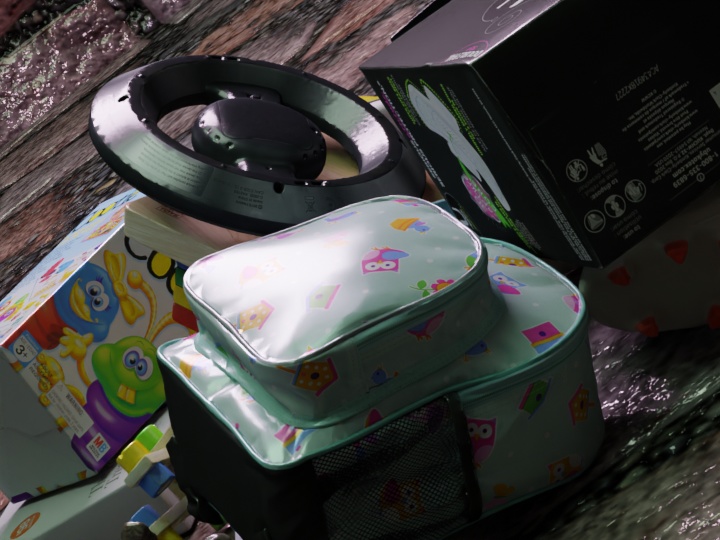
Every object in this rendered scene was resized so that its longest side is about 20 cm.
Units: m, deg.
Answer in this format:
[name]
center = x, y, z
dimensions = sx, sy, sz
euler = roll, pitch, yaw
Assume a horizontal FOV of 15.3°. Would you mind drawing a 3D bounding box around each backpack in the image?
[backpack]
center = 0.016, 0.051, 1.315
dimensions = 0.200, 0.154, 0.176
euler = -14, 23, -21

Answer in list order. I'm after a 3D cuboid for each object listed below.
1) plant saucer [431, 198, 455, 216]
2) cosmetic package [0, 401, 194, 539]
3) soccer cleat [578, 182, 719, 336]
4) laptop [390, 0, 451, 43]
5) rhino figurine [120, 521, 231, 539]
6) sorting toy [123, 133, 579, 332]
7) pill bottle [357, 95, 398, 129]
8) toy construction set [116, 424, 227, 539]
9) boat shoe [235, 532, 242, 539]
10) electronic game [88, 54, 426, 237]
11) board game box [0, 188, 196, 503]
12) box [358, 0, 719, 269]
[plant saucer]
center = 0.032, -0.009, 1.481
dimensions = 0.200, 0.019, 0.070
euler = -19, 36, -39
[cosmetic package]
center = -0.155, 0.130, 1.717
dimensions = 0.151, 0.052, 0.200
euler = -33, 15, 23
[soccer cleat]
center = 0.201, -0.030, 1.341
dimensions = 0.200, 0.069, 0.078
euler = -26, 33, 12
[laptop]
center = 0.156, -0.121, 1.526
dimensions = 0.177, 0.103, 0.200
euler = -42, 40, -21
[rhino figurine]
center = -0.125, 0.186, 1.443
dimensions = 0.200, 0.060, 0.088
euler = -21, 40, 44
[sorting toy]
center = 0.000, 0.000, 1.555
dimensions = 0.200, 0.070, 0.199
euler = 24, 32, 34
[pill bottle]
center = -0.002, -0.062, 1.832
dimensions = 0.114, 0.114, 0.200
euler = -40, 14, -11
[toy construction set]
center = -0.070, 0.084, 1.603
dimensions = 0.131, 0.092, 0.200
euler = -52, 4, 24
[boat shoe]
center = -0.032, 0.133, 1.411
dimensions = 0.067, 0.074, 0.200
euler = -21, 26, 0
[electronic game]
center = -0.059, -0.071, 1.559
dimensions = 0.200, 0.200, 0.042
euler = -67, -7, -63
[board game box]
center = -0.167, 0.040, 1.716
dimensions = 0.105, 0.103, 0.200
euler = -21, 21, 48
[box]
center = 0.112, -0.095, 1.373
dimensions = 0.148, 0.124, 0.200
euler = -36, 13, -11
